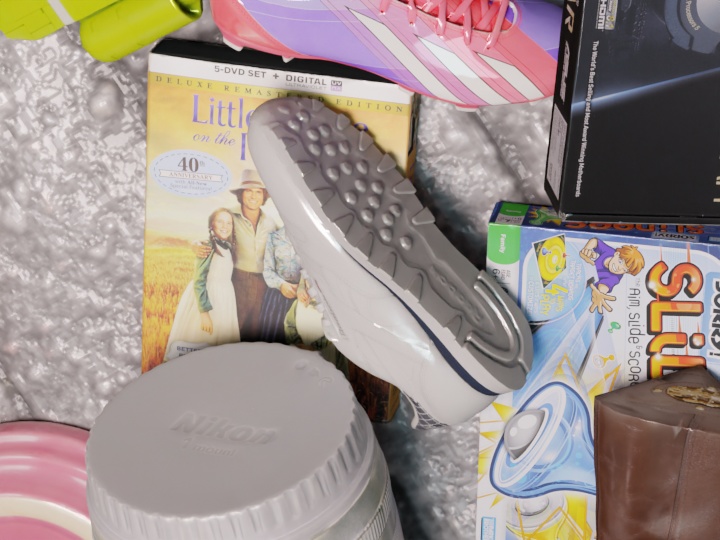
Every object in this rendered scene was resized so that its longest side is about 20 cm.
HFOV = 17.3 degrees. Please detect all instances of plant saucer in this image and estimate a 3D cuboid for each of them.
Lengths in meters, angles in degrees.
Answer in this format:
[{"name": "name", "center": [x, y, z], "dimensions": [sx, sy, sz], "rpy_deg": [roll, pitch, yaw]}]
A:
[{"name": "plant saucer", "center": [-0.187, 0.188, 1.394], "dimensions": [0.200, 0.051, 0.201], "rpy_deg": [4, 113, 10]}]

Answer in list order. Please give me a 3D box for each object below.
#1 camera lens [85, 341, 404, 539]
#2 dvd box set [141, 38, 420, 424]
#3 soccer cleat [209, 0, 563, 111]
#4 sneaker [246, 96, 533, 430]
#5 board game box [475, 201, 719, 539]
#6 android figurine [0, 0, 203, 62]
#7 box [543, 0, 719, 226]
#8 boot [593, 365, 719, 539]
[{"name": "camera lens", "center": [-0.055, 0.160, 1.274], "dimensions": [0.160, 0.160, 0.200], "rpy_deg": [-3, 126, 14]}, {"name": "dvd box set", "center": [-0.045, -0.020, 1.286], "dimensions": [0.146, 0.029, 0.200], "rpy_deg": [8, 114, 9]}, {"name": "soccer cleat", "center": [0.022, -0.132, 1.187], "dimensions": [0.200, 0.067, 0.076], "rpy_deg": [11, 146, 1]}, {"name": "sneaker", "center": [0.000, 0.000, 1.231], "dimensions": [0.080, 0.076, 0.200], "rpy_deg": [-32, 101, 40]}, {"name": "board game box", "center": [0.133, 0.066, 1.280], "dimensions": [0.135, 0.034, 0.200], "rpy_deg": [5, 114, 11]}, {"name": "android figurine", "center": [-0.160, -0.191, 1.217], "dimensions": [0.200, 0.041, 0.182], "rpy_deg": [-21, 114, 28]}, {"name": "box", "center": [0.180, -0.121, 1.161], "dimensions": [0.160, 0.044, 0.200], "rpy_deg": [2, 114, -8]}, {"name": "boot", "center": [0.205, 0.155, 1.254], "dimensions": [0.186, 0.064, 0.200], "rpy_deg": [8, 110, 6]}]
